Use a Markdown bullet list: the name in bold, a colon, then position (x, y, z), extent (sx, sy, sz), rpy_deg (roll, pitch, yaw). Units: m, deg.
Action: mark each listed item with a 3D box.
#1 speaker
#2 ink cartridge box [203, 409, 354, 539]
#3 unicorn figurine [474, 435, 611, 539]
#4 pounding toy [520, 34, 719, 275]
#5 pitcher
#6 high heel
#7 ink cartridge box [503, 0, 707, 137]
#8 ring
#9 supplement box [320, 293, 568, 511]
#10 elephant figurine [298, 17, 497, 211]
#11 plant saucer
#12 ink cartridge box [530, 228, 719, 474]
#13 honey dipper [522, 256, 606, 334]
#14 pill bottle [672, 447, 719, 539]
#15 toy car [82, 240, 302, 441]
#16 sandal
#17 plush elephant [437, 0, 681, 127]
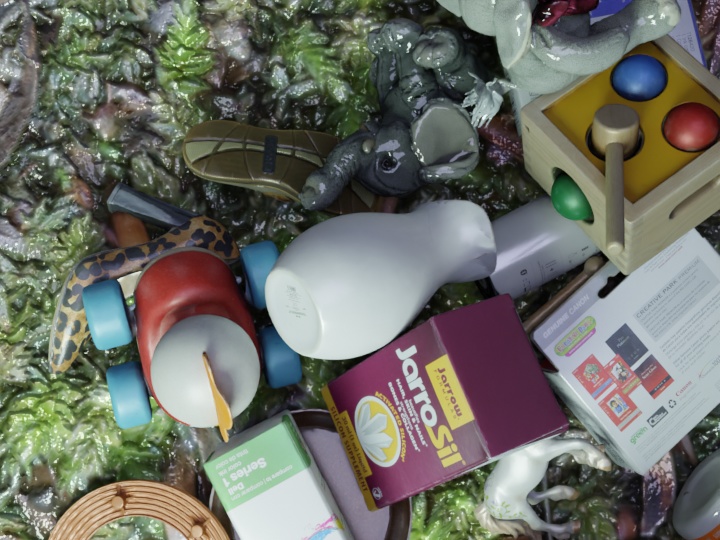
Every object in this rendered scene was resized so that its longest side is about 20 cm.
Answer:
- **speaker**: position (0.204, -0.042, 1.081), extent (0.199, 0.081, 0.082), rpy_deg (-27, 88, -5)
- **ink cartridge box**: position (-0.056, 0.237, 0.980), extent (0.083, 0.145, 0.201), rpy_deg (-27, 89, -4)
- **unicorn figurine**: position (0.164, 0.176, 1.041), extent (0.136, 0.074, 0.202), rpy_deg (16, 101, -5)
- **pounding toy**: position (0.243, -0.102, 0.978), extent (0.199, 0.142, 0.184), rpy_deg (-35, 62, -8)
- **pitcher**: position (0.000, 0.000, 0.998), extent (0.199, 0.171, 0.122), rpy_deg (-25, 108, -35)
- **high heel**: position (-0.210, 0.027, 1.054), extent (0.141, 0.071, 0.201), rpy_deg (23, 79, 1)
- **ink cartridge box**: position (0.238, -0.255, 1.118), extent (0.198, 0.047, 0.200), rpy_deg (-12, 85, -6)
- **ring**: position (-0.214, 0.303, 1.044), extent (0.198, 0.019, 0.203), rpy_deg (0, 91, 6)
- **supplement box**: position (0.070, 0.124, 0.985), extent (0.103, 0.200, 0.132), rpy_deg (-13, 74, -37)
- **elephant figurine**: position (0.045, -0.127, 1.055), extent (0.154, 0.142, 0.202), rpy_deg (10, 79, 12)
- **plant saucer**: position (-0.048, 0.237, 1.069), extent (0.198, 0.034, 0.202), rpy_deg (0, 86, -3)
- **ink cartridge box**: position (0.282, 0.065, 1.074), extent (0.200, 0.084, 0.176), rpy_deg (-41, 92, -6)
- **honey dipper**: position (0.165, 0.058, 1.073), extent (0.200, 0.038, 0.038), rpy_deg (-40, 89, 7)
- **pill bottle**: position (0.414, 0.268, 1.059), extent (0.199, 0.110, 0.110), rpy_deg (37, 85, 0)
- **toy car**: position (-0.138, 0.092, 0.968), extent (0.183, 0.200, 0.178), rpy_deg (-13, 119, -10)
- **sandal**: position (-0.078, -0.099, 1.079), extent (0.198, 0.054, 0.081), rpy_deg (12, 72, -8)
- **plush elephant**: position (0.145, -0.235, 0.938), extent (0.200, 0.155, 0.165), rpy_deg (-42, 56, 0)
